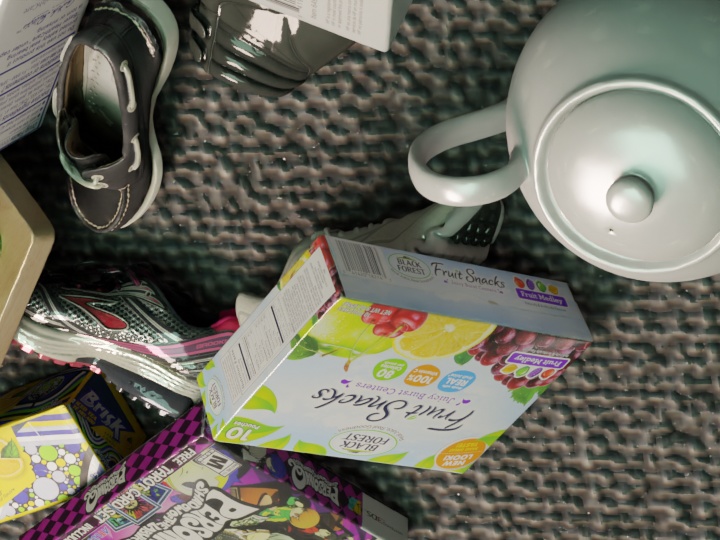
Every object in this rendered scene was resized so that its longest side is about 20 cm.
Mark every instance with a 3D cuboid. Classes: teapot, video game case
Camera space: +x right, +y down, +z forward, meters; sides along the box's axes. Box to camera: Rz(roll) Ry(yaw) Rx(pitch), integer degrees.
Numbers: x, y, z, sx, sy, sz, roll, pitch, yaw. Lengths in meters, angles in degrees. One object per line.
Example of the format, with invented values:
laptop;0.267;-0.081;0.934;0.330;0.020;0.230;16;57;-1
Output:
teapot;0.160;-0.069;1.402;0.197;0.146;0.200;41;125;-4
video game case;-0.100;0.182;1.667;0.181;0.036;0.200;33;128;-30

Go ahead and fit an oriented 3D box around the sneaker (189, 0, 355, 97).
sneaker;-0.092;-0.179;1.481;0.200;0.071;0.099;39;122;-5

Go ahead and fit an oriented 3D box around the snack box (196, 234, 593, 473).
snack box;0.021;0.054;1.509;0.199;0.053;0.142;11;136;-37

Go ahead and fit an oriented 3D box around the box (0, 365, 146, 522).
box;-0.250;0.130;1.719;0.199;0.064;0.070;-20;110;28

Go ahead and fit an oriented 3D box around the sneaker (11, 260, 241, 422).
sneaker;-0.166;0.024;1.627;0.199;0.081;0.075;24;107;-1

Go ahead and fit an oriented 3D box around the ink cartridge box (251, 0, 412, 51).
ink cartridge box;-0.047;-0.245;1.353;0.199;0.147;0.147;21;154;8

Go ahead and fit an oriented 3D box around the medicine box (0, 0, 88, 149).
medicine box;-0.260;-0.189;1.491;0.182;0.103;0.200;39;130;12

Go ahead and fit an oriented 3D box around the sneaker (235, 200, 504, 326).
sneaker;0.000;0.000;1.549;0.200;0.075;0.081;-37;64;21

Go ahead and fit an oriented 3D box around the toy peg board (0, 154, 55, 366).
toy peg board;-0.310;-0.011;1.587;0.199;0.097;0.201;51;130;30

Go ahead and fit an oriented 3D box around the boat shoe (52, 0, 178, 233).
boat shoe;-0.158;-0.087;1.541;0.074;0.060;0.200;34;141;10
